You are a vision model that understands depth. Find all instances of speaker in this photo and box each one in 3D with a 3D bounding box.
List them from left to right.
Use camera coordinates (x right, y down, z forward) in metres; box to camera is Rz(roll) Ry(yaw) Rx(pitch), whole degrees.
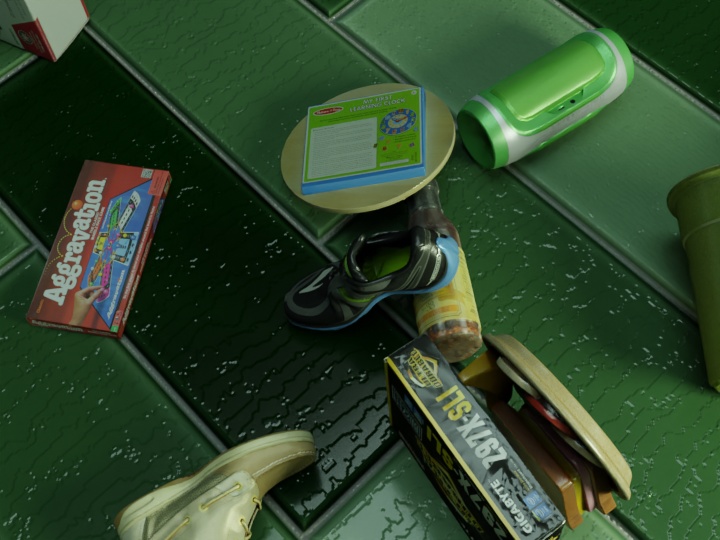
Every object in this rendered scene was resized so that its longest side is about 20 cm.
[{"bbox_3d":[0.207,-0.193,1.152,0.198,0.089,0.089,-31,64,-14],"label":"speaker"}]

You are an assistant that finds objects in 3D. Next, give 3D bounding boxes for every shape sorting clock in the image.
[{"bbox_3d":[0.008,-0.136,1.137,0.196,0.039,0.203,-9,51,12],"label":"shape sorting clock"}]

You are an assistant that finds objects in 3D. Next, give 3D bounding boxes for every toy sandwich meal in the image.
[{"bbox_3d":[0.157,0.142,0.906,0.070,0.205,0.206,-41,66,-1],"label":"toy sandwich meal"}]

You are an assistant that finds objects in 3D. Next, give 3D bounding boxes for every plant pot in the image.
[{"bbox_3d":[0.395,0.019,0.983,0.196,0.200,0.193,3,72,4],"label":"plant pot"}]

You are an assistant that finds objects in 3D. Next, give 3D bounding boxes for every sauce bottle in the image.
[{"bbox_3d":[0.077,-0.006,1.066,0.065,0.066,0.203,-10,57,-3],"label":"sauce bottle"}]

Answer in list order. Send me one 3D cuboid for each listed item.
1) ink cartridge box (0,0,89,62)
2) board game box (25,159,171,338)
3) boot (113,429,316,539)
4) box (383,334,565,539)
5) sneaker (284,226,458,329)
[{"bbox_3d":[-0.443,-0.355,1.235,0.197,0.146,0.084,23,66,15],"label":"ink cartridge box"},{"bbox_3d":[-0.280,-0.027,1.118,0.101,0.020,0.203,7,61,8],"label":"board game box"},{"bbox_3d":[-0.106,0.246,0.926,0.197,0.073,0.157,-25,62,-9],"label":"boot"},{"bbox_3d":[0.095,0.173,0.909,0.049,0.160,0.201,-30,64,-14],"label":"box"},{"bbox_3d":[0.000,0.000,1.016,0.197,0.082,0.072,-21,55,32],"label":"sneaker"}]
